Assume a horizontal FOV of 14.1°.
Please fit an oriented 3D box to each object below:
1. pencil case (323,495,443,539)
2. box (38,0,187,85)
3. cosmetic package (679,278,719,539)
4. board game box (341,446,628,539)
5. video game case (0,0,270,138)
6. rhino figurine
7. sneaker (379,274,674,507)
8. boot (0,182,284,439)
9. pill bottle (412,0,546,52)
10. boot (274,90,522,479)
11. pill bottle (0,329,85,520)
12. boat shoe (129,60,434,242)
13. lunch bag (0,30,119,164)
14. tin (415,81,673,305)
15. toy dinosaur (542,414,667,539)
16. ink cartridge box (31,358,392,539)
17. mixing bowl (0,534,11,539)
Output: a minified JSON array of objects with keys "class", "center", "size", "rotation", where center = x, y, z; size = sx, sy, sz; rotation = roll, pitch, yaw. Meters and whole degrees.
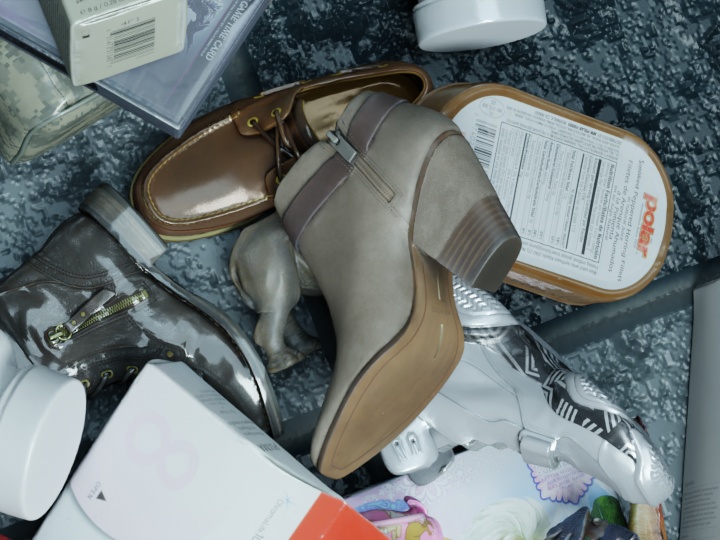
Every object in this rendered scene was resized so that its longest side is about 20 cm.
[{"class":"pencil case","center":[0.021,0.234,1.676],"size":[0.086,0.083,0.201],"rotation":[-8,83,-41]},{"class":"box","center":[-0.160,-0.208,1.584],"size":[0.068,0.082,0.201],"rotation":[-19,73,-12]},{"class":"cosmetic package","center":[0.260,0.108,1.798],"size":[0.107,0.085,0.201],"rotation":[5,82,-12]},{"class":"board game box","center":[0.077,0.208,1.757],"size":[0.199,0.041,0.200],"rotation":[-21,87,-17]},{"class":"video game case","center":[-0.150,-0.179,1.626],"size":[0.199,0.019,0.143],"rotation":[29,69,7]},{"class":"rhino figurine","center":[0.010,-0.018,1.765],"size":[0.199,0.060,0.088],"rotation":[-27,92,-18]},{"class":"sneaker","center":[0.082,0.095,1.700],"size":[0.200,0.075,0.115],"rotation":[41,92,17]},{"class":"boot","center":[-0.162,0.066,1.712],"size":[0.174,0.069,0.200],"rotation":[-41,89,-11]},{"class":"pill bottle","center":[0.059,-0.241,1.783],"size":[0.111,0.112,0.201],"rotation":[-8,83,-15]},{"class":"boot","center":[0.000,0.000,1.681],"size":[0.146,0.070,0.200],"rotation":[42,96,33]},{"class":"pill bottle","center":[-0.259,0.070,1.621],"size":[0.199,0.112,0.113],"rotation":[18,77,12]},{"class":"boat shoe","center":[-0.046,-0.079,1.754],"size":[0.199,0.068,0.072],"rotation":[-24,86,-16]},{"class":"lunch bag","center":[-0.163,-0.183,1.702],"size":[0.200,0.139,0.168],"rotation":[-33,92,-17]},{"class":"tin","center":[0.108,-0.045,1.772],"size":[0.199,0.042,0.113],"rotation":[17,83,-33]},{"class":"toy dinosaur","center":[0.191,0.218,1.723],"size":[0.182,0.105,0.200],"rotation":[49,61,-23]},{"class":"ink cartridge box","center":[-0.082,0.172,1.646],"size":[0.200,0.057,0.163],"rotation":[40,106,21]},{"class":"mixing bowl","center":[-0.232,0.217,1.623],"size":[0.199,0.108,0.201],"rotation":[2,106,6]}]
